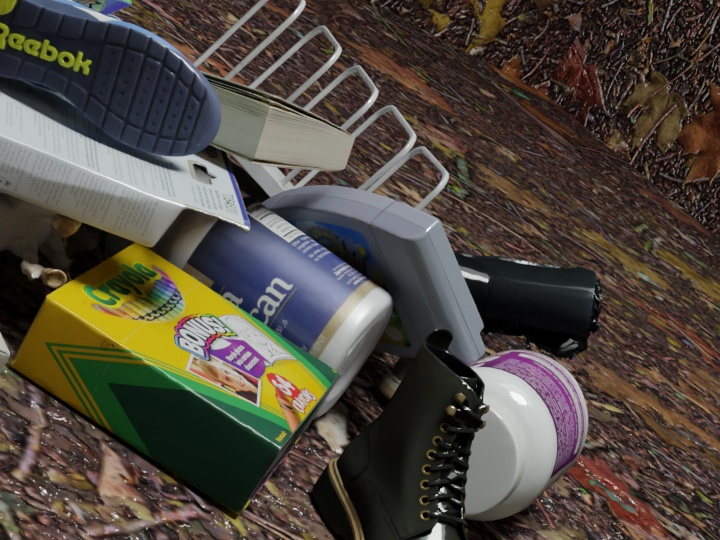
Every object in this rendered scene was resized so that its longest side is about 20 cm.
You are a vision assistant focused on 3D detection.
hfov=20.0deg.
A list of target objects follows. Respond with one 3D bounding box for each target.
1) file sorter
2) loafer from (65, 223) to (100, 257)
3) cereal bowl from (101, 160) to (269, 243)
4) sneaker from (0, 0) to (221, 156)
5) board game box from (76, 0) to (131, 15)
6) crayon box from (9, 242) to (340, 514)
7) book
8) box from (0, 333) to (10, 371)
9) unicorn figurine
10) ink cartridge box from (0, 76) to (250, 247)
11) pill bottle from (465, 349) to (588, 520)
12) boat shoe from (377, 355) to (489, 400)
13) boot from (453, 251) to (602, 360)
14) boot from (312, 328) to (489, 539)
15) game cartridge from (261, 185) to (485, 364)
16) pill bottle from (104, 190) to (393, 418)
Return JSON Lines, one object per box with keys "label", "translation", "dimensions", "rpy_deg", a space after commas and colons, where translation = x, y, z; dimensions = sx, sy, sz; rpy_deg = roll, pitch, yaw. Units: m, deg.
{"label": "file sorter", "translation": [-0.038, -0.115, 1.661], "dimensions": [0.200, 0.124, 0.139], "rpy_deg": [48, 4, -19]}
{"label": "loafer", "translation": [-0.272, -0.069, 1.434], "dimensions": [0.200, 0.068, 0.076], "rpy_deg": [37, 20, -14]}
{"label": "cereal bowl", "translation": [-0.130, -0.046, 1.654], "dimensions": [0.199, 0.084, 0.200], "rpy_deg": [31, 14, -8]}
{"label": "sneaker", "translation": [-0.178, -0.140, 1.363], "dimensions": [0.199, 0.074, 0.082], "rpy_deg": [27, 11, 8]}
{"label": "board game box", "translation": [-0.282, -0.182, 1.457], "dimensions": [0.134, 0.199, 0.029], "rpy_deg": [12, 62, -62]}
{"label": "crayon box", "translation": [-0.115, 0.064, 1.334], "dimensions": [0.172, 0.059, 0.200], "rpy_deg": [34, 14, 3]}
{"label": "book", "translation": [-0.119, -0.122, 1.483], "dimensions": [0.199, 0.048, 0.133], "rpy_deg": [22, 5, 26]}
{"label": "box", "translation": [-0.261, 0.017, 1.120], "dimensions": [0.068, 0.082, 0.200], "rpy_deg": [25, 16, -34]}
{"label": "unicorn figurine", "translation": [-0.237, -0.023, 1.316], "dimensions": [0.199, 0.074, 0.137], "rpy_deg": [16, 9, -33]}
{"label": "ink cartridge box", "translation": [-0.179, -0.074, 1.350], "dimensions": [0.199, 0.041, 0.200], "rpy_deg": [20, 14, -14]}
{"label": "pill bottle", "translation": [0.098, 0.122, 1.506], "dimensions": [0.112, 0.113, 0.200], "rpy_deg": [35, 12, 11]}
{"label": "boat shoe", "translation": [0.099, 0.103, 1.686], "dimensions": [0.199, 0.065, 0.072], "rpy_deg": [21, 17, -42]}
{"label": "boot", "translation": [0.104, 0.027, 1.650], "dimensions": [0.167, 0.077, 0.200], "rpy_deg": [12, -6, -3]}
{"label": "boot", "translation": [0.051, 0.138, 1.281], "dimensions": [0.077, 0.139, 0.200], "rpy_deg": [21, 18, -40]}
{"label": "game cartridge", "translation": [0.000, 0.000, 1.535], "dimensions": [0.199, 0.040, 0.134], "rpy_deg": [9, -53, 49]}
{"label": "pill bottle", "translation": [-0.085, 0.010, 1.490], "dimensions": [0.199, 0.112, 0.111], "rpy_deg": [34, 13, 10]}
